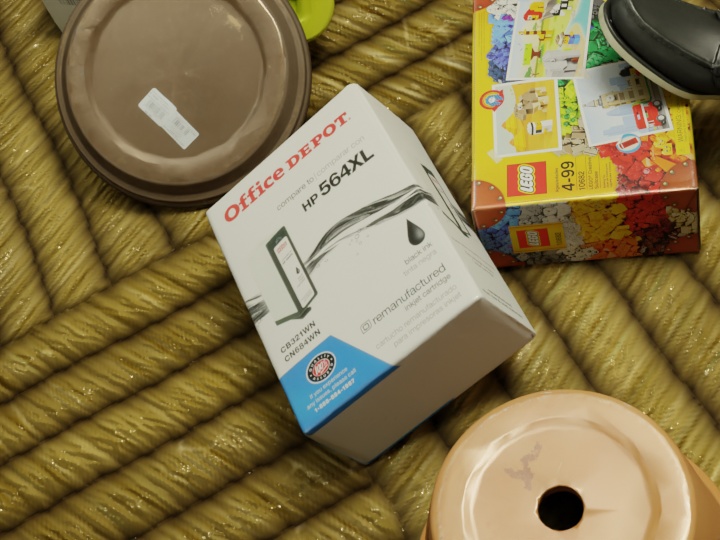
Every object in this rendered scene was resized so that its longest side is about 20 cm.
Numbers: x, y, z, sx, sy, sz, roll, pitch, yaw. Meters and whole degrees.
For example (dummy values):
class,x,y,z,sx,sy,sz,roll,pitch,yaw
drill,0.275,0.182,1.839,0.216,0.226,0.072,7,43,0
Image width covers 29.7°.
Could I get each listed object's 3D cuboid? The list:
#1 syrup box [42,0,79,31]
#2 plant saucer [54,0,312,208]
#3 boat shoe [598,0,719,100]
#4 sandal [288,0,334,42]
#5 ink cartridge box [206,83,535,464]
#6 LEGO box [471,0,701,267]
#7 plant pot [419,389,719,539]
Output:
class,x,y,z,sx,sy,sz,roll,pitch,yaw
syrup box,-0.202,-0.301,1.181,0.078,0.082,0.201,8,61,21
plant saucer,-0.136,-0.148,1.028,0.199,0.029,0.201,0,89,3
boat shoe,0.252,-0.142,0.892,0.200,0.063,0.074,21,55,-14
sandal,-0.119,-0.213,1.091,0.199,0.080,0.087,2,19,1
ink cartridge box,0.000,0.000,0.895,0.146,0.084,0.200,-40,53,15
LEGO box,0.155,-0.108,0.953,0.148,0.077,0.201,-5,56,12
plant pot,0.117,0.159,0.747,0.199,0.140,0.201,-7,56,11
